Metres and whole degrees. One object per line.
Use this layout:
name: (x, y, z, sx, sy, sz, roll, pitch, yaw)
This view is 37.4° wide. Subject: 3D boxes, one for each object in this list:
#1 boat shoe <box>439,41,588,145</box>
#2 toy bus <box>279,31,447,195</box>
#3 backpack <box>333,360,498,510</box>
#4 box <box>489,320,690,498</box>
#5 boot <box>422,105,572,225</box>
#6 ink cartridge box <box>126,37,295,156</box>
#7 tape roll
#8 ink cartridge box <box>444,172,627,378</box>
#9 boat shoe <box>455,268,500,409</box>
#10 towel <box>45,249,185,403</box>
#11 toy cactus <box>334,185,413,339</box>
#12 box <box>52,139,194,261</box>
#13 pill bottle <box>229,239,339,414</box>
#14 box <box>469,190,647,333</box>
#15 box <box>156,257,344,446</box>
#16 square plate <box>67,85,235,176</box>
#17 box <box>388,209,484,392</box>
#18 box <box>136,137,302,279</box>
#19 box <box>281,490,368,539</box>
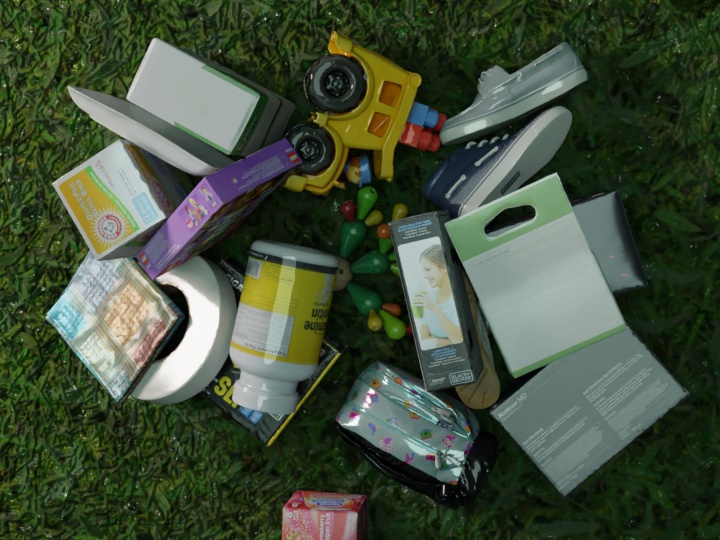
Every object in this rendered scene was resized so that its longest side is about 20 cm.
boat shoe: (0.182, -0.222, 1.329, 0.200, 0.070, 0.072, -26, 87, 1)
toy bus: (0.006, -0.173, 1.333, 0.191, 0.136, 0.201, 20, 96, -10)
backpack: (0.070, 0.203, 1.326, 0.200, 0.167, 0.127, 30, 79, 9)
box: (0.280, 0.159, 1.322, 0.200, 0.079, 0.141, -41, 90, 8)
boot: (0.170, -0.145, 1.331, 0.200, 0.073, 0.090, -45, 58, -10)
ink cartridge box: (-0.177, -0.207, 1.311, 0.146, 0.200, 0.083, 28, 99, 7)
tape roll: (-0.248, 0.070, 1.365, 0.202, 0.037, 0.203, -10, 70, 29)
ink cartridge box: (0.201, 0.005, 1.232, 0.145, 0.048, 0.200, -24, 95, 8)
boat shoe: (0.123, 0.074, 1.344, 0.071, 0.069, 0.201, -17, 95, 11)
towel: (-0.322, 0.058, 1.380, 0.200, 0.022, 0.147, 40, 98, 36)
toy cactus: (0.000, 0.000, 1.356, 0.165, 0.102, 0.201, -14, 99, 18)
box: (-0.279, -0.086, 1.327, 0.101, 0.200, 0.113, -31, 88, 8)
pill bottle: (-0.098, 0.069, 1.307, 0.112, 0.112, 0.201, 13, 94, 7)
box: (0.233, -0.012, 1.307, 0.199, 0.106, 0.123, -18, 91, 8)
box: (-0.146, 0.106, 1.394, 0.200, 0.049, 0.160, 39, 98, 5)
square plate: (-0.245, -0.163, 1.321, 0.200, 0.198, 0.029, 30, 96, 6)
box: (0.091, 0.032, 1.253, 0.060, 0.117, 0.201, -12, 92, 12)
box: (-0.170, -0.072, 1.269, 0.039, 0.137, 0.200, 54, 138, 3)
box: (-0.047, 0.393, 1.367, 0.099, 0.095, 0.201, 3, 93, 9)
